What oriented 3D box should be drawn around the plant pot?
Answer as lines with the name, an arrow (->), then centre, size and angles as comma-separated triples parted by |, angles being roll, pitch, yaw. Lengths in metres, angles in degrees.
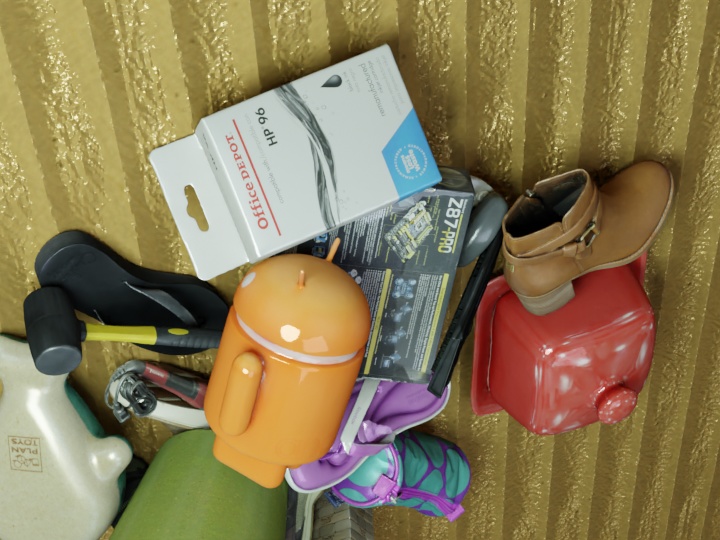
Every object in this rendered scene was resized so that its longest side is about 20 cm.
plant pot -> -0.136, 0.244, 1.195 | 0.198, 0.191, 0.201 | 8, 135, 8

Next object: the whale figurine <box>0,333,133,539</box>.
whale figurine -> -0.263, 0.139, 1.206 | 0.157, 0.104, 0.202 | 2, 113, 12

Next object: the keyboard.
keyboard -> 0.092, 0.039, 1.263 | 0.020, 0.201, 0.128 | 21, 129, 7

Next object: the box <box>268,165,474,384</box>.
box -> 0.000, 0.000, 1.219 | 0.159, 0.049, 0.202 | 6, 122, -7

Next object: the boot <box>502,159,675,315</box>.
boot -> 0.205, -0.059, 1.294 | 0.199, 0.077, 0.156 | -37, 150, -5

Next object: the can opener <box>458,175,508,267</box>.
can opener -> 0.050, -0.003, 1.276 | 0.200, 0.067, 0.053 | -44, 107, 6

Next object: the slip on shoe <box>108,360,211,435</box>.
slip on shoe -> -0.147, 0.132, 1.282 | 0.199, 0.076, 0.061 | 14, 113, -48

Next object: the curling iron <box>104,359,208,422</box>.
curling iron -> -0.142, 0.111, 1.196 | 0.050, 0.026, 0.199 | -53, 146, 11

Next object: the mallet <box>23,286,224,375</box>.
mallet -> -0.172, 0.060, 1.146 | 0.198, 0.066, 0.041 | 11, 134, -25

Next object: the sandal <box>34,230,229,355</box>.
sandal -> -0.186, 0.032, 1.184 | 0.199, 0.043, 0.076 | 25, 113, -44

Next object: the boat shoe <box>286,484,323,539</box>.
boat shoe -> -0.080, 0.219, 1.349 | 0.065, 0.072, 0.202 | -10, 140, -28

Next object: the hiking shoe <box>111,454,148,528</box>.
hiking shoe -> -0.169, 0.241, 1.346 | 0.199, 0.101, 0.076 | 21, 117, -42

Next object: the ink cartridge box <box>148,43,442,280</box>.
ink cartridge box -> -0.052, -0.081, 1.103 | 0.198, 0.117, 0.068 | -24, -178, -11

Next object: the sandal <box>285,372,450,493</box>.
sandal -> 0.012, 0.129, 1.274 | 0.202, 0.050, 0.083 | -31, 107, -35

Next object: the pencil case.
pencil case -> 0.039, 0.199, 1.410 | 0.085, 0.093, 0.200 | -42, 154, 13

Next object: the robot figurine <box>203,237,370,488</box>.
robot figurine -> -0.058, 0.072, 1.140 | 0.142, 0.117, 0.202 | 3, 120, -29

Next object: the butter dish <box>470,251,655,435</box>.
butter dish -> 0.222, 0.090, 1.416 | 0.197, 0.148, 0.201 | -17, 136, -17

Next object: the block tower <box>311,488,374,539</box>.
block tower -> -0.019, 0.277, 1.395 | 0.057, 0.202, 0.054 | -21, 142, 20
